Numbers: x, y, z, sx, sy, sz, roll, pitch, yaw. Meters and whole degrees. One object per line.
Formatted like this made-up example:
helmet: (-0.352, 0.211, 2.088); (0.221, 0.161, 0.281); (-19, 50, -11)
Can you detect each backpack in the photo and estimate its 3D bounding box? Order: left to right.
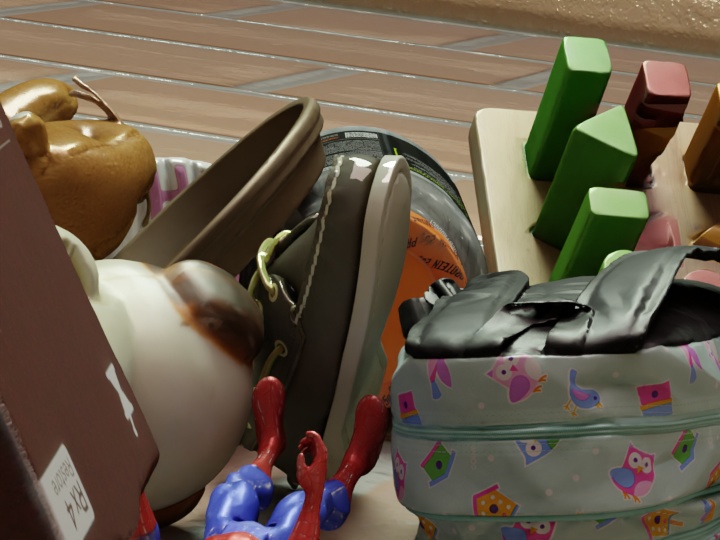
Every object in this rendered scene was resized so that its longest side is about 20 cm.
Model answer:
backpack: (0.087, 0.060, 1.145); (0.166, 0.127, 0.200); (-9, 2, 15)

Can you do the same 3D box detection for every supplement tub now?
supplement tub: (0.000, 0.000, 1.443); (0.122, 0.123, 0.200); (5, 10, -3)

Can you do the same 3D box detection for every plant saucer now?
plant saucer: (-0.086, -0.003, 1.356); (0.029, 0.200, 0.200); (47, 6, -9)

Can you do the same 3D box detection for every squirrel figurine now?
squirrel figurine: (-0.194, -0.019, 1.389); (0.199, 0.142, 0.186); (-25, 17, -34)

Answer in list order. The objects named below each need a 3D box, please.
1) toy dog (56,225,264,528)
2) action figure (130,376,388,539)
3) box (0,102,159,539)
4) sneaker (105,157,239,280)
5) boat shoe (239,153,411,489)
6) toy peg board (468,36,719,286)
toy dog: (-0.122, 0.044, 1.112); (0.193, 0.140, 0.200); (22, 16, 31)
action figure: (-0.038, 0.074, 1.039); (0.065, 0.100, 0.200); (8, 27, 11)
box: (-0.186, 0.039, 0.825); (0.199, 0.165, 0.166); (-23, 8, 6)
sneaker: (-0.147, -0.026, 1.650); (0.199, 0.081, 0.088); (2, 3, -13)
boat shoe: (-0.019, 0.021, 1.186); (0.060, 0.202, 0.072); (19, 53, 6)
toy peg board: (0.168, -0.017, 1.401); (0.198, 0.098, 0.201); (3, 52, -12)
